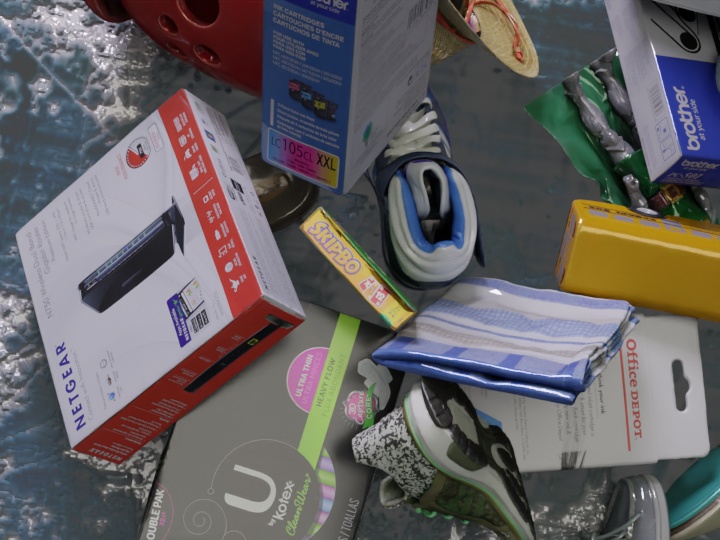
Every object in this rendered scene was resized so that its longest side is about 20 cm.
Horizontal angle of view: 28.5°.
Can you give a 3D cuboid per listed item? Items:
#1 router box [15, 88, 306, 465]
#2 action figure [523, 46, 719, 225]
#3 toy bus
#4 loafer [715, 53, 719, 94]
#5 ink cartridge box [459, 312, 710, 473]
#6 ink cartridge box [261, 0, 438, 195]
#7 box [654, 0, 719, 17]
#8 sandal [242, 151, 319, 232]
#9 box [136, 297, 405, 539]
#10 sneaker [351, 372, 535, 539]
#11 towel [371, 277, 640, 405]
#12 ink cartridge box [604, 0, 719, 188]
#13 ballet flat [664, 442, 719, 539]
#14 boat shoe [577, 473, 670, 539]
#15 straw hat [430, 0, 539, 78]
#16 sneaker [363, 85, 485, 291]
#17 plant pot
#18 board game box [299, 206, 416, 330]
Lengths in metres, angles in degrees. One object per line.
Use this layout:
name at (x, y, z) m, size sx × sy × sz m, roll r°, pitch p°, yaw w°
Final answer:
router box at (-0.146, 0.003, 0.992) m, size 0.179 × 0.049 × 0.200 m, roll -38°, pitch 52°, yaw 18°
action figure at (0.234, -0.080, 1.148) m, size 0.118 × 0.055 × 0.200 m, roll -34°, pitch 91°, yaw -15°
toy bus at (0.254, -0.003, 1.092) m, size 0.199 × 0.078 × 0.065 m, roll 11°, pitch 105°, yaw -1°
loafer at (0.343, -0.175, 1.121) m, size 0.072 × 0.063 × 0.200 m, roll 56°, pitch 42°, yaw -1°
ink cartridge box at (0.160, 0.096, 1.097) m, size 0.199 × 0.068 × 0.117 m, roll -2°, pitch 82°, yaw -8°
ink cartridge box at (-0.004, -0.174, 0.963) m, size 0.076 × 0.201 × 0.137 m, roll 24°, pitch 47°, yaw 16°
box at (0.308, -0.300, 1.109) m, size 0.199 × 0.131 × 0.199 m, roll 13°, pitch 43°, yaw -6°
sandal at (-0.120, -0.034, 1.084) m, size 0.199 × 0.055 × 0.082 m, roll -26°, pitch 85°, yaw -9°
box at (-0.064, 0.125, 1.032) m, size 0.148 × 0.124 × 0.201 m, roll 18°, pitch 80°, yaw -5°
sneaker at (0.058, 0.144, 0.990) m, size 0.088 × 0.200 × 0.077 m, roll -23°, pitch 45°, yaw 17°
towel at (0.106, 0.043, 0.988) m, size 0.146 × 0.200 × 0.024 m, roll 9°, pitch 106°, yaw 19°
ink cartridge box at (0.257, -0.163, 1.128) m, size 0.094 × 0.044 × 0.201 m, roll 3°, pitch 63°, yaw -26°
ballet flat at (0.310, 0.150, 1.115) m, size 0.069 × 0.069 × 0.200 m, roll 42°, pitch 77°, yaw 0°
boat shoe at (0.182, 0.250, 1.074) m, size 0.064 × 0.074 × 0.203 m, roll 18°, pitch 85°, yaw -9°
straw hat at (0.050, -0.205, 1.104) m, size 0.085 × 0.201 × 0.202 m, roll -33°, pitch 86°, yaw 22°
sneaker at (0.044, -0.086, 1.071) m, size 0.080 × 0.146 × 0.201 m, roll -7°, pitch 82°, yaw -9°
plant pot at (-0.100, -0.245, 1.051) m, size 0.182 × 0.200 × 0.201 m, roll 22°, pitch 78°, yaw 12°
board game box at (0.000, 0.000, 1.023) m, size 0.030 × 0.200 × 0.096 m, roll -43°, pitch 89°, yaw -3°
